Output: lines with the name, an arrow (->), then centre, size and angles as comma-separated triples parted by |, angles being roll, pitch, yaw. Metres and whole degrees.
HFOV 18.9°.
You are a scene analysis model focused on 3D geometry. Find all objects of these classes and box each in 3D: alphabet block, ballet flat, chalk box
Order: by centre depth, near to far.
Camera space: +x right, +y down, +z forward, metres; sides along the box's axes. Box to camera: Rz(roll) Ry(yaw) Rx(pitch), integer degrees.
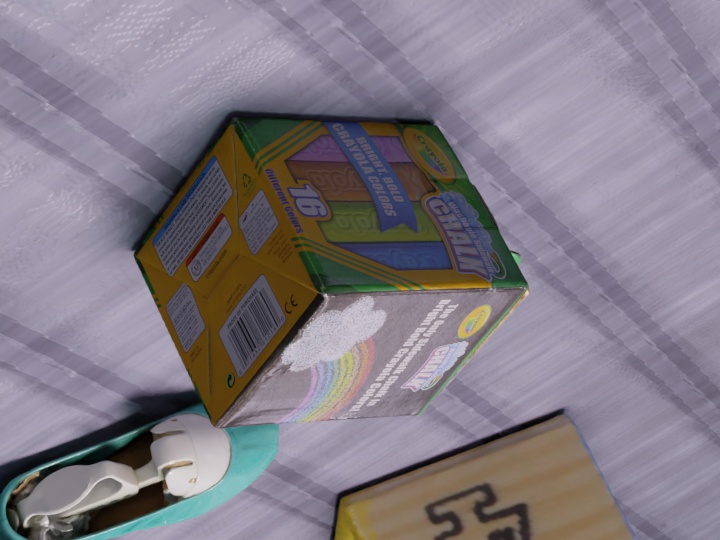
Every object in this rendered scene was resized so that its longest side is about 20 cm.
chalk box -> 0.000, 0.000, 1.205 | 0.199, 0.124, 0.125 | -1, 142, -43
ballet flat -> -0.140, 0.131, 1.353 | 0.199, 0.068, 0.070 | -23, 168, -7
alphabet block -> 0.102, 0.261, 1.669 | 0.199, 0.197, 0.196 | -19, 150, -15
